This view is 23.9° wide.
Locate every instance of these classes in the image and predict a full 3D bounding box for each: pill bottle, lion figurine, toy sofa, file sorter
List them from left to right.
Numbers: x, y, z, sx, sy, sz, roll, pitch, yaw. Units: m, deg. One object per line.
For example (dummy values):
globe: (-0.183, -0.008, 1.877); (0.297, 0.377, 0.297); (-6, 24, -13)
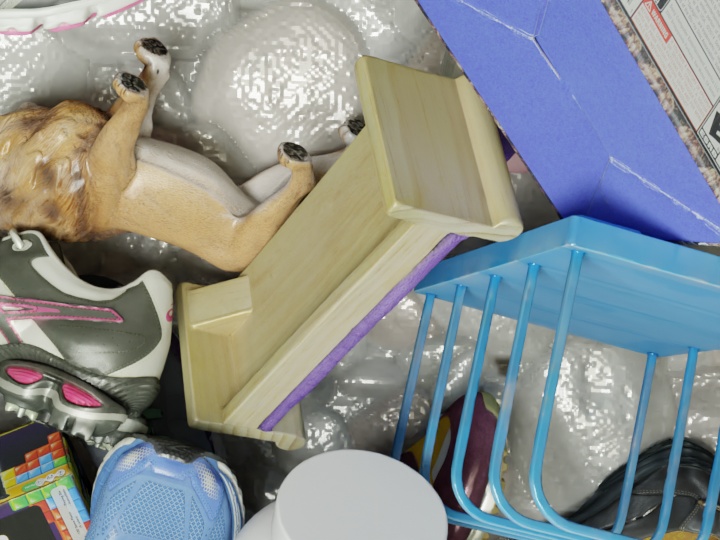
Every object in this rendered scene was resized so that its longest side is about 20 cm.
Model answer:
lion figurine: (-0.088, -0.039, 0.832); (0.199, 0.073, 0.123); (25, 125, -12)
pill bottle: (-0.016, 0.182, 0.798); (0.112, 0.113, 0.201); (11, 129, -1)
toy sofa: (0.000, 0.000, 0.783); (0.097, 0.083, 0.200); (12, 140, -30)
file sorter: (0.108, 0.063, 0.760); (0.138, 0.200, 0.123); (14, 80, -14)

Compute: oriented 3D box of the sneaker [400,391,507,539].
sneaker: (0.004, 0.142, 0.890); (0.090, 0.075, 0.201); (23, 109, -11)

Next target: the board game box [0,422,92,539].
board game box: (-0.197, 0.190, 0.880); (0.164, 0.057, 0.201); (-20, 125, -6)

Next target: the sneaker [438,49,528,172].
sneaker: (0.103, -0.133, 0.785); (0.104, 0.075, 0.201); (14, 115, -2)

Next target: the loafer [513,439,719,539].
loafer: (0.114, 0.172, 0.896); (0.073, 0.072, 0.200); (40, 108, -12)

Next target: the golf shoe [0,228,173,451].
golf shoe: (-0.184, 0.019, 0.827); (0.199, 0.077, 0.089); (19, 82, 9)

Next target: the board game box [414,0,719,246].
board game box: (0.134, -0.136, 0.695); (0.200, 0.097, 0.160); (-52, 123, -26)

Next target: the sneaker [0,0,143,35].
sneaker: (-0.187, -0.164, 0.788); (0.199, 0.074, 0.088); (5, 117, 6)

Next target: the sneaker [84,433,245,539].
sneaker: (-0.106, 0.168, 0.800); (0.078, 0.089, 0.201); (15, 116, -3)

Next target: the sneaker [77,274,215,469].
sneaker: (-0.101, 0.096, 0.866); (0.074, 0.088, 0.201); (-28, 110, -5)
